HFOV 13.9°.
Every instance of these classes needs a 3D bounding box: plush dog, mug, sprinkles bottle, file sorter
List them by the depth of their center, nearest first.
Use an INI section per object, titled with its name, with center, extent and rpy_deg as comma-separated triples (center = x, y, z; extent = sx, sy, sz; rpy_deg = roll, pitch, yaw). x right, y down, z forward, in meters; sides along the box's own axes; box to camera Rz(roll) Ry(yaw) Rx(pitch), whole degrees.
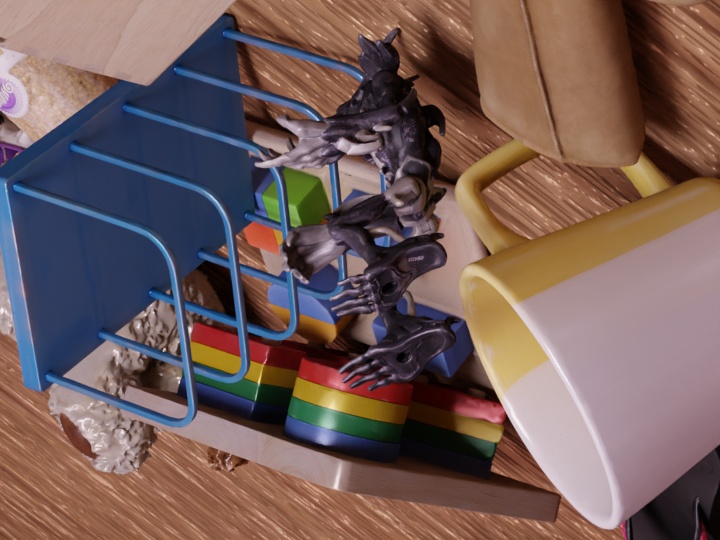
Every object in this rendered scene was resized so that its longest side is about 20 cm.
[mug]
center = 0.144, 0.013, 1.491
extent = 0.187, 0.153, 0.149
rpy_deg = 63, 169, -10
[file sorter]
center = -0.086, -0.026, 1.630
extent = 0.122, 0.200, 0.139
rpy_deg = 18, 131, 30
[sprinkles bottle]
center = -0.203, -0.126, 1.795
extent = 0.200, 0.068, 0.068
rpy_deg = 43, 153, -12
[plush dog]
center = -0.129, 0.046, 1.947
extent = 0.200, 0.160, 0.172
rpy_deg = 52, -176, 40

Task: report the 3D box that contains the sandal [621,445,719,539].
[sandal]
center = 0.187, 0.150, 1.795
extent = 0.075, 0.045, 0.200
rpy_deg = 25, 152, 21

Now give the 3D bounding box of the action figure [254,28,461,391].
[action figure]
center = -0.002, -0.041, 1.536
extent = 0.102, 0.200, 0.119
rpy_deg = -12, 133, 6

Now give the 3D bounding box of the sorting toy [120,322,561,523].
[sorting toy]
center = -0.005, 0.088, 1.807
extent = 0.198, 0.070, 0.200
rpy_deg = 16, -178, 44

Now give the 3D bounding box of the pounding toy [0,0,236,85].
[pounding toy]
center = -0.135, -0.217, 1.452
extent = 0.142, 0.201, 0.184
rpy_deg = 14, 160, -20

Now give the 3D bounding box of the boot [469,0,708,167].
[boot]
center = 0.118, -0.121, 1.421
extent = 0.175, 0.066, 0.200
rpy_deg = 35, 156, 32

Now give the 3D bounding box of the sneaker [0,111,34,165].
[sneaker]
center = -0.263, -0.084, 1.830
extent = 0.081, 0.083, 0.200
rpy_deg = 47, -174, 18

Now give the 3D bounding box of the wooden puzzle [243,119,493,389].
[wooden puzzle]
center = 0.000, 0.000, 1.776
extent = 0.185, 0.046, 0.200
rpy_deg = 18, 149, 32
